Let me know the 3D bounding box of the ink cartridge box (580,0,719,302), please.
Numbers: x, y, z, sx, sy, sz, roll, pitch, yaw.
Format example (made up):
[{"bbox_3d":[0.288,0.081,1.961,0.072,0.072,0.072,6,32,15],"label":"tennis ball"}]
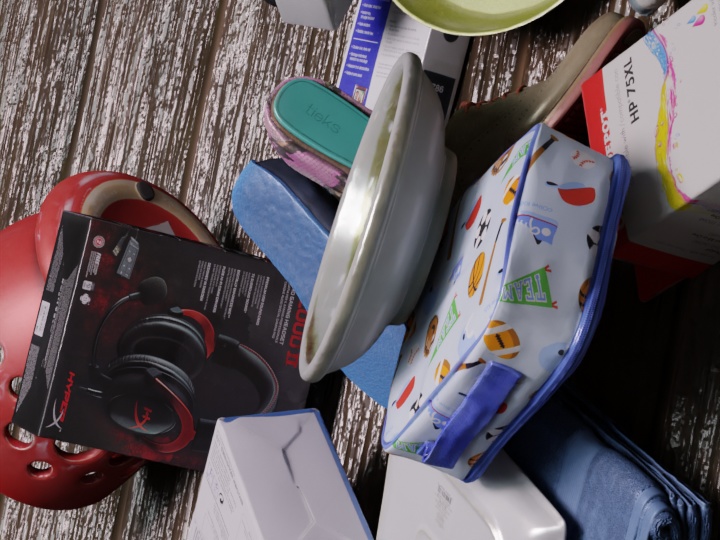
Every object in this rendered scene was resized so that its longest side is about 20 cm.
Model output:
[{"bbox_3d":[0.191,-0.076,1.542,0.200,0.067,0.117,-38,49,45],"label":"ink cartridge box"}]

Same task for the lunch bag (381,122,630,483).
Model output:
[{"bbox_3d":[0.078,0.026,1.534,0.200,0.075,0.161,123,164,-53],"label":"lunch bag"}]

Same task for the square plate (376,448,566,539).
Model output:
[{"bbox_3d":[0.053,0.185,1.636,0.200,0.028,0.199,-133,44,-53],"label":"square plate"}]

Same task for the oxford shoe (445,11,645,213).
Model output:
[{"bbox_3d":[0.090,-0.086,1.658,0.075,0.070,0.200,45,103,21],"label":"oxford shoe"}]

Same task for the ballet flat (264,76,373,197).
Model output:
[{"bbox_3d":[0.024,-0.053,1.754,0.200,0.071,0.069,32,72,16],"label":"ballet flat"}]

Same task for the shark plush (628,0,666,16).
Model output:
[{"bbox_3d":[0.149,-0.252,1.641,0.200,0.091,0.083,62,150,27],"label":"shark plush"}]

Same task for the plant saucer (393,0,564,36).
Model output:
[{"bbox_3d":[0.092,-0.241,1.737,0.199,0.031,0.201,-10,73,32],"label":"plant saucer"}]

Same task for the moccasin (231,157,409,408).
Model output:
[{"bbox_3d":[0.000,0.000,1.778,0.080,0.068,0.200,-45,72,37],"label":"moccasin"}]

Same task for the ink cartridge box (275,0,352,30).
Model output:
[{"bbox_3d":[-0.016,-0.287,1.782,0.043,0.174,0.200,11,55,24],"label":"ink cartridge box"}]

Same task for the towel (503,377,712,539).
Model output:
[{"bbox_3d":[0.129,0.140,1.567,0.200,0.048,0.112,41,121,56],"label":"towel"}]

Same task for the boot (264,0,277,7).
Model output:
[{"bbox_3d":[-0.059,-0.286,1.990,0.162,0.073,0.199,14,83,55],"label":"boot"}]

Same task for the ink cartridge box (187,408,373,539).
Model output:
[{"bbox_3d":[-0.060,0.207,1.776,0.137,0.076,0.201,-114,31,-43],"label":"ink cartridge box"}]

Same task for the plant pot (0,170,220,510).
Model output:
[{"bbox_3d":[-0.194,0.046,1.964,0.182,0.200,0.201,-37,49,34],"label":"plant pot"}]

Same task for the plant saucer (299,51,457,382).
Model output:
[{"bbox_3d":[0.017,-0.025,1.604,0.200,0.050,0.201,-162,90,-83],"label":"plant saucer"}]

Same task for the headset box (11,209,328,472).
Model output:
[{"bbox_3d":[-0.114,0.055,1.835,0.075,0.199,0.149,14,89,68],"label":"headset box"}]

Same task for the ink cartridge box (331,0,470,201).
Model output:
[{"bbox_3d":[0.026,-0.132,1.838,0.099,0.039,0.201,19,96,57],"label":"ink cartridge box"}]
